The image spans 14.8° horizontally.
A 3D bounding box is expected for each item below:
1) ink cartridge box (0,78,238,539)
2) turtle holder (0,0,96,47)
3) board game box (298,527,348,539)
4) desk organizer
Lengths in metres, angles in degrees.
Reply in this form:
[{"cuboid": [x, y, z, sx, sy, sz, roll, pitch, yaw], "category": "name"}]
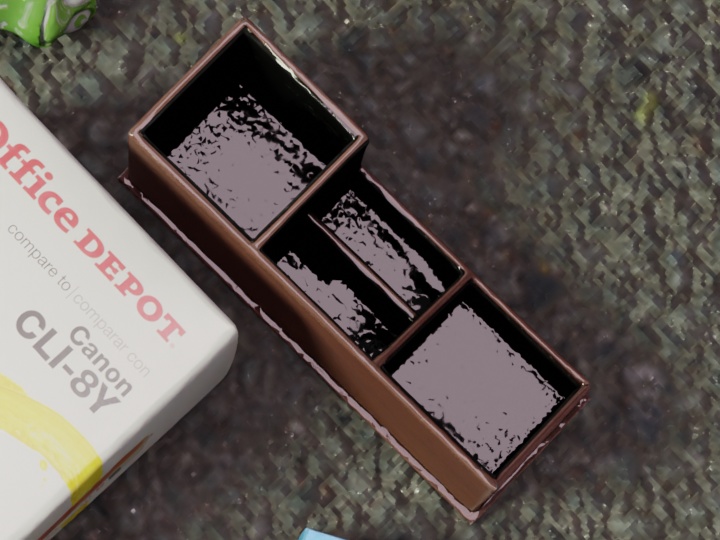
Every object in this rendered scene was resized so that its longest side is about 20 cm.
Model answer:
[{"cuboid": [-0.165, 0.045, 1.051, 0.200, 0.083, 0.145, -43, 86, -14], "category": "ink cartridge box"}, {"cuboid": [-0.148, -0.193, 1.078, 0.131, 0.141, 0.186, -11, 69, -26], "category": "turtle holder"}, {"cuboid": [0.020, 0.216, 1.058, 0.152, 0.040, 0.201, 16, 78, -1], "category": "board game box"}, {"cuboid": [0.000, 0.000, 1.081, 0.200, 0.077, 0.072, 44, 79, 4], "category": "desk organizer"}]
